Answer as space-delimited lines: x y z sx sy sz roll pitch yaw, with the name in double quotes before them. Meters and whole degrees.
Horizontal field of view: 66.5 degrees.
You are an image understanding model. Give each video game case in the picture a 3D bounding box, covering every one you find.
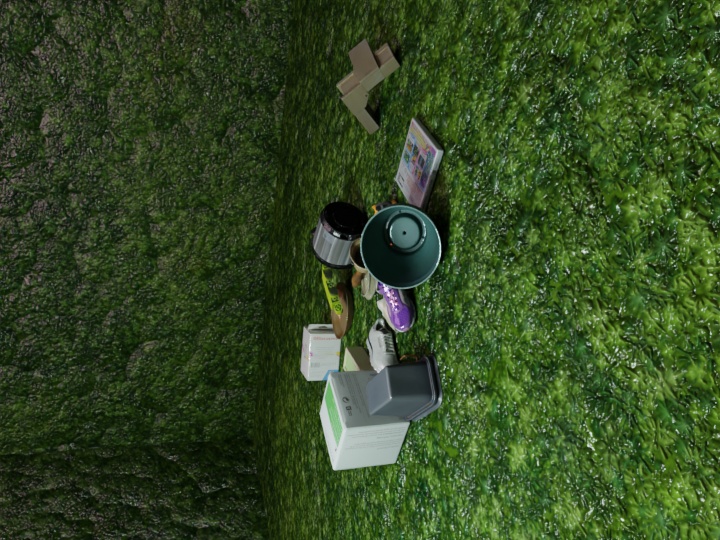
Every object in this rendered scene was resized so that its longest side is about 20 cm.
"video game case" 0.151 -0.274 1.447 0.203 0.023 0.187 -112 30 -51

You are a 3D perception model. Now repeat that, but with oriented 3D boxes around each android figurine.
"android figurine" -0.102 0.066 1.940 0.201 0.040 0.188 95 158 -74

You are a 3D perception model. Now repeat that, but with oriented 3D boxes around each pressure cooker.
"pressure cooker" -0.078 -0.107 1.864 0.203 0.172 0.180 112 149 -42

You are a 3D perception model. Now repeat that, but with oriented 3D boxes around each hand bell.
"hand bell" 0.000 0.000 1.656 0.202 0.100 0.108 111 154 -58

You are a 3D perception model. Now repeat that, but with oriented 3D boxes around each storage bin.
"storage bin" 0.099 0.290 1.376 0.201 0.129 0.151 127 141 -56

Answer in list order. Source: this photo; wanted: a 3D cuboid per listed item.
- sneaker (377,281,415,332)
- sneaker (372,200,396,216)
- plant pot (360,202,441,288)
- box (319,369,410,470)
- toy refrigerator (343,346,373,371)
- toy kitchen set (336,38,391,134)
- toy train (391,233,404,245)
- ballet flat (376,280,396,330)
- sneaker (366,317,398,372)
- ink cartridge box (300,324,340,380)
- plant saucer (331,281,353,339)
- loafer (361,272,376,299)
"sneaker" 0.086 0.062 1.462 0.079 0.088 0.207 -24 63 22
"sneaker" 0.057 -0.111 1.624 0.079 0.074 0.207 -127 41 -58
"plant pot" 0.104 -0.077 1.357 0.135 0.193 0.207 -65 -13 -67
"box" 0.006 0.412 1.534 0.202 0.192 0.176 -114 31 -49
"toy refrigerator" 0.001 0.323 1.748 0.200 0.067 0.079 -133 48 -63
"toy kitchen set" 0.043 -0.592 1.723 0.197 0.180 0.167 -32 51 18
"toy train" 0.104 -0.084 1.495 0.119 0.082 0.201 -67 25 16
"ballet flat" 0.076 0.071 1.556 0.069 0.067 0.208 135 138 -62
"sneaker" 0.067 0.223 1.572 0.083 0.074 0.202 -67 28 24
"ink cartridge box" -0.152 0.302 2.106 0.125 0.124 0.209 -159 73 -69
"plant saucer" -0.062 0.147 1.999 0.199 0.034 0.209 -177 90 -71
"loafer" 0.015 -0.012 1.745 0.075 0.066 0.209 172 100 -70
